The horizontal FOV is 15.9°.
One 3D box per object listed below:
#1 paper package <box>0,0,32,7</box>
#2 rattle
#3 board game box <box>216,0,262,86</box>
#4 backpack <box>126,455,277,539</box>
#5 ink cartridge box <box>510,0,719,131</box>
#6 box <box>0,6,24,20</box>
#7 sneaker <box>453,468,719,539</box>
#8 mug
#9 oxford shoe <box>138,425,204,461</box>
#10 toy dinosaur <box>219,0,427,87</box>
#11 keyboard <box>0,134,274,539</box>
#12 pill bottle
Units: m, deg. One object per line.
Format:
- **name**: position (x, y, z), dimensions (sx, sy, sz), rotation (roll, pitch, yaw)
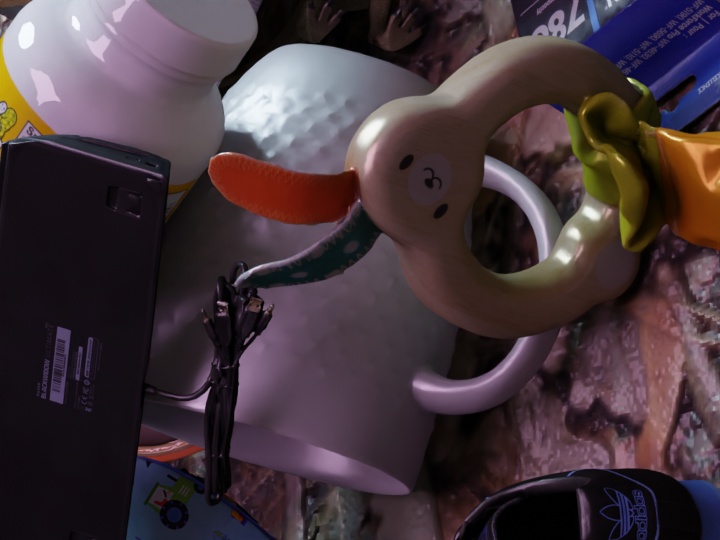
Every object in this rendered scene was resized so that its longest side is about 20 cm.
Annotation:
- **paper package**: position (-0.192, -0.206, 1.290), dimensions (0.191, 0.198, 0.104), rotation (-84, -15, -63)
- **rattle**: position (0.060, -0.015, 1.008), dimensions (0.143, 0.199, 0.131), rotation (48, 126, 42)
- **board game box**: position (-0.099, -0.109, 1.288), dimensions (0.200, 0.043, 0.200), rotation (-42, 20, 52)
- **backpack**: position (-0.112, 0.181, 1.202), dimensions (0.199, 0.183, 0.135), rotation (-25, 27, 44)
- **ink cartridge box**: position (0.106, -0.148, 1.123), dimensions (0.099, 0.039, 0.201), rotation (-40, 51, 40)
- **box**: position (-0.198, -0.264, 1.432), dimensions (0.200, 0.183, 0.105), rotation (-54, 19, 29)
- **sneaker**: position (0.060, 0.125, 1.073), dimensions (0.200, 0.078, 0.071), rotation (-32, 56, 45)
- **mug**: position (0.000, 0.000, 1.153), dimensions (0.199, 0.148, 0.177), rotation (10, 78, 28)
- **oxford shoe**: position (-0.123, 0.049, 1.293), dimensions (0.199, 0.073, 0.071), rotation (-10, 41, 22)
- **toy dinosaur**: position (-0.008, -0.143, 1.278), dimensions (0.201, 0.058, 0.101), rotation (-55, 26, 19)
- **keyboard**: position (-0.100, 0.043, 1.078), dimensions (0.126, 0.021, 0.201), rotation (17, 118, 14)
- **pill bottle**: position (-0.127, -0.049, 1.115), dimensions (0.200, 0.104, 0.105), rotation (-51, 44, 27)
